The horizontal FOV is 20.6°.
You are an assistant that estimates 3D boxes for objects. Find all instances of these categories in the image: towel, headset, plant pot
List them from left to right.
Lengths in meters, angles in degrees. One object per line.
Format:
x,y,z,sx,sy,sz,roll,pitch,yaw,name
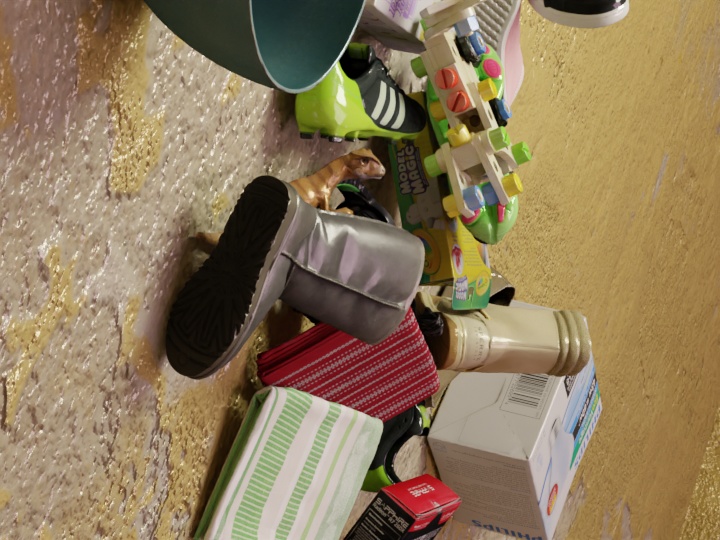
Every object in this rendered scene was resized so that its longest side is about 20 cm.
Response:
-0.086,-0.229,1.318,0.200,0.134,0.201,13,90,-69,plant pot
-0.057,0.183,1.723,0.200,0.023,0.153,26,85,-56,towel
-0.008,0.092,1.748,0.144,0.023,0.200,-29,150,-3,towel
0.000,0.000,1.732,0.200,0.093,0.124,53,54,-50,headset

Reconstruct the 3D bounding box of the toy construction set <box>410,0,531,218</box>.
0.085,-0.149,1.673,0.131,0.092,0.201,-26,108,-71,toy construction set

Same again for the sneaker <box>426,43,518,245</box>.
0.101,-0.115,1.809,0.084,0.076,0.201,82,5,-69,sneaker

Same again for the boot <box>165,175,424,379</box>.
-0.047,0.024,1.572,0.182,0.072,0.200,-57,149,3,boot

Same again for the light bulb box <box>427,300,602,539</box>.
0.178,0.171,2.244,0.200,0.124,0.199,71,38,-53,light bulb box

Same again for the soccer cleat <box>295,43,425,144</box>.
0.007,-0.150,1.680,0.200,0.067,0.082,-7,104,-66,soccer cleat

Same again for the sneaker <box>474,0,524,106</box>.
0.122,-0.233,1.936,0.105,0.075,0.202,-47,141,-74,sneaker

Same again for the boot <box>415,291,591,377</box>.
0.133,0.063,1.942,0.200,0.154,0.073,-163,-105,-79,boot

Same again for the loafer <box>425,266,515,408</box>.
0.104,0.065,2.068,0.076,0.067,0.201,77,33,-49,loafer

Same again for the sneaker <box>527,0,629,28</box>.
0.178,-0.314,1.896,0.073,0.200,0.112,-28,131,-18,sneaker

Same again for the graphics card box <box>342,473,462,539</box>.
0.004,0.286,1.873,0.201,0.051,0.125,-56,163,14,graphics card box

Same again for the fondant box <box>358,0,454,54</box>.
0.039,-0.276,1.711,0.200,0.058,0.145,19,85,-68,fondant box

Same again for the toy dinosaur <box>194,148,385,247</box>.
-0.068,-0.039,1.599,0.200,0.060,0.107,-32,134,-32,toy dinosaur

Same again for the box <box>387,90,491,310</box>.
0.074,-0.060,1.848,0.117,0.048,0.201,2,75,-68,box

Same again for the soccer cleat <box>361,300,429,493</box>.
0.034,0.116,1.905,0.067,0.081,0.201,12,92,-69,soccer cleat
